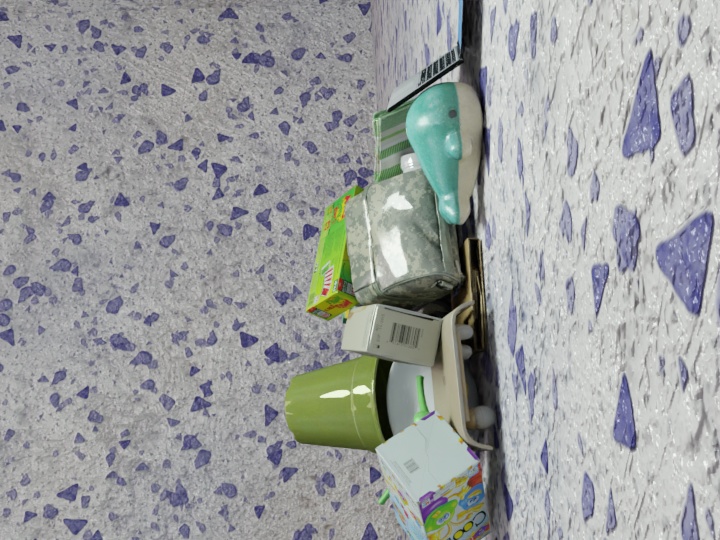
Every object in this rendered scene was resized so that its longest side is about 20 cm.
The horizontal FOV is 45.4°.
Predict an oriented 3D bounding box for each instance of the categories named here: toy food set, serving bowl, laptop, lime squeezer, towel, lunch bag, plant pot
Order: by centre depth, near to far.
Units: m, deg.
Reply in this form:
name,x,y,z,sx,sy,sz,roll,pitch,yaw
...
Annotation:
name,x,y,z,sx,sy,sz,roll,pitch,yaw
toy food set,0.146,0.153,1.208,0.144,0.060,0.201,124,142,-75
lime squeezer,0.074,0.244,1.253,0.038,0.070,0.201,35,-116,-38
laptop,0.096,-0.347,1.256,0.116,0.199,0.187,54,-164,-13
lunch bag,0.077,-0.045,1.320,0.168,0.139,0.201,-30,58,50
serving bowl,0.123,0.208,1.361,0.200,0.066,0.201,-5,84,55
plant pot,-0.024,0.237,1.505,0.200,0.189,0.201,-10,-90,-69
towel,0.087,-0.222,1.511,0.023,0.152,0.200,54,160,33

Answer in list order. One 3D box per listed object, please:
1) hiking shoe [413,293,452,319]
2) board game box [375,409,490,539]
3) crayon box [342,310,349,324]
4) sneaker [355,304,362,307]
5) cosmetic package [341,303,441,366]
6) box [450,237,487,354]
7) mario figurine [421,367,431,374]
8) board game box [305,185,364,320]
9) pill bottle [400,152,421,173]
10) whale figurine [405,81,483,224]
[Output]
name,x,y,z,sx,sy,sz,roll,pitch,yaw
hiking shoe,0.085,0.065,1.504,0.076,0.199,0.101,-4,-92,-48
board game box,0.105,0.309,1.198,0.105,0.103,0.201,47,160,41
crayon box,0.061,0.041,1.737,0.058,0.199,0.119,97,171,-73
sneaker,0.000,0.000,1.490,0.146,0.080,0.201,139,140,-57
cosmetic package,0.042,0.097,1.287,0.200,0.105,0.071,164,119,-77
box,0.163,0.047,1.318,0.200,0.021,0.164,99,168,-81
mario figurine,0.121,0.171,1.525,0.200,0.105,0.124,-116,24,-81
board game box,-0.030,-0.029,1.411,0.101,0.047,0.201,-31,42,51
pill bottle,0.108,-0.098,1.484,0.111,0.110,0.201,103,165,-83
whale figurine,0.116,-0.165,1.220,0.159,0.103,0.201,-118,28,-85
